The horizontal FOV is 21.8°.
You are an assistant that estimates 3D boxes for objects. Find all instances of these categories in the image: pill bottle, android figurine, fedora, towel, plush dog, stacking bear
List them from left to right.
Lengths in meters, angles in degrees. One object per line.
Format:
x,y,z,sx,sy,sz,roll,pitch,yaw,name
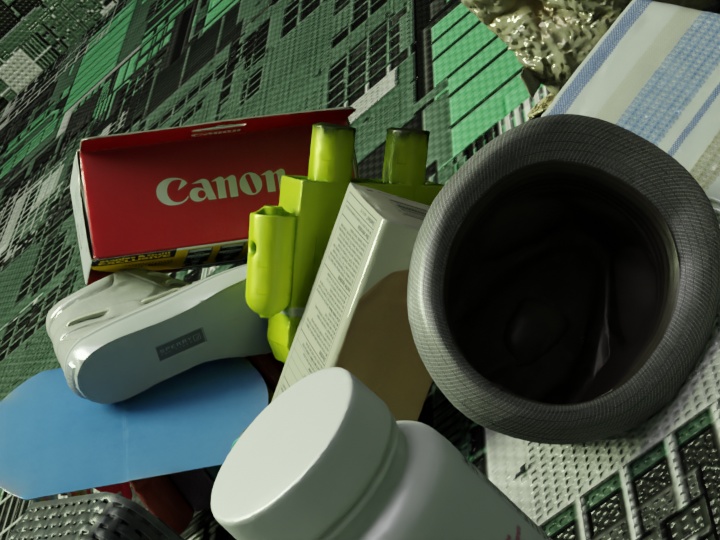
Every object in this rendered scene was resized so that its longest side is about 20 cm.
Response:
-0.089,0.095,1.383,0.200,0.114,0.121,-37,49,-7,stacking bear
0.000,0.000,1.295,0.041,0.181,0.201,15,101,57,android figurine
0.028,0.147,0.919,0.113,0.200,0.114,-39,21,19,pill bottle
0.114,0.017,1.104,0.090,0.176,0.201,108,-172,-67,fedora
0.193,-0.202,1.343,0.172,0.200,0.161,-44,56,24,plush dog
0.212,-0.096,1.155,0.199,0.024,0.147,22,66,38,towel

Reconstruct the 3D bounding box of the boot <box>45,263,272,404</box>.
-0.124,0.021,1.320,0.199,0.074,0.096,-18,36,-17,boot

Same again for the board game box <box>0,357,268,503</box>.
-0.159,0.115,1.282,0.199,0.039,0.158,-10,29,-3,board game box

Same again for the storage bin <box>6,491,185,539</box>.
-0.117,0.224,1.057,0.135,0.200,0.094,-16,36,53,storage bin

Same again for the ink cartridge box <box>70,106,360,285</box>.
-0.104,-0.052,1.351,0.199,0.084,0.176,-8,-6,-10,ink cartridge box

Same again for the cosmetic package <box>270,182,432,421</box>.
0.002,0.055,1.215,0.105,0.071,0.201,-126,54,-69,cosmetic package

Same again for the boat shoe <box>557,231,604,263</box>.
0.140,-0.012,1.205,0.200,0.074,0.073,-42,39,13,boat shoe

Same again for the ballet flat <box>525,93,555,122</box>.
0.125,-0.073,1.362,0.067,0.046,0.200,-26,28,42,ballet flat

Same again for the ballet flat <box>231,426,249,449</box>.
0.009,0.147,1.076,0.068,0.068,0.200,-22,44,-35,ballet flat
